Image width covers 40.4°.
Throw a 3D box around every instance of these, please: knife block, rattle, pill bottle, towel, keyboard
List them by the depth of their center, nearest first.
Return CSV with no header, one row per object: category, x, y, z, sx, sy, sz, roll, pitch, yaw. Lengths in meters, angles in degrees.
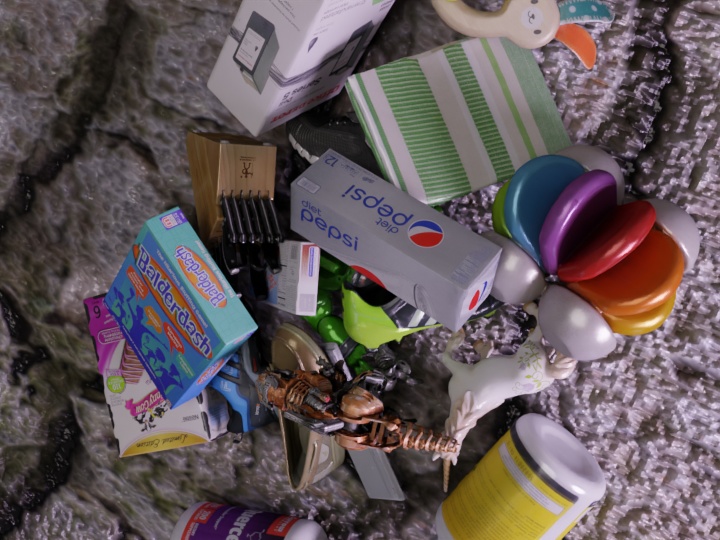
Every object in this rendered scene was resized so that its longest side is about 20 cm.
rattle,0.150,-0.263,0.911,0.200,0.143,0.130,42,89,1
towel,0.099,-0.152,0.969,0.199,0.023,0.153,-22,87,-18
pill bottle,0.148,0.252,1.004,0.112,0.112,0.200,43,109,13
knife block,-0.141,-0.056,1.061,0.200,0.064,0.176,-151,65,-62
keyboard,-0.008,0.169,1.078,0.056,0.011,0.201,-5,112,50
pill bottle,-0.113,0.334,1.122,0.199,0.112,0.113,3,97,22

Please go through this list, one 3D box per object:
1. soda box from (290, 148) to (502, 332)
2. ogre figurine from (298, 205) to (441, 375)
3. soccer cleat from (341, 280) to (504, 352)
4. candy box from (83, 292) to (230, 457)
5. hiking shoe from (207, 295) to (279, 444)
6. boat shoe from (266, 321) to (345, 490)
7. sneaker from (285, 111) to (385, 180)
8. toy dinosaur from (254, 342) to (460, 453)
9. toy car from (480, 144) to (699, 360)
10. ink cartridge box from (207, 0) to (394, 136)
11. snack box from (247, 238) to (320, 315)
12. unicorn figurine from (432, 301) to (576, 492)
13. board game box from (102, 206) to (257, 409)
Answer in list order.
soda box,0.029,-0.030,0.916,0.200,0.063,0.068,32,147,19
ogre figurine,0.000,0.000,1.051,0.120,0.098,0.200,25,116,7
soccer cleat,0.076,0.018,0.990,0.199,0.068,0.081,-18,120,-12
candy box,-0.245,0.114,1.183,0.136,0.061,0.201,-14,90,23
hiking shoe,-0.154,0.093,1.126,0.086,0.074,0.200,-26,84,4
boat shoe,-0.067,0.151,1.069,0.073,0.063,0.201,23,134,38
sneaker,-0.001,-0.139,1.029,0.200,0.066,0.091,35,129,34
toy dinosaur,-0.003,0.142,0.969,0.200,0.136,0.102,39,115,13
toy car,0.208,-0.030,0.904,0.200,0.150,0.175,41,80,19
ink cartridge box,-0.052,-0.247,0.981,0.084,0.145,0.200,47,139,9
snack box,-0.085,0.002,1.043,0.024,0.200,0.072,2,93,-20
unicorn figurine,0.132,0.112,0.988,0.074,0.138,0.200,36,127,-23
board game box,-0.200,0.046,1.050,0.152,0.045,0.200,55,143,9
